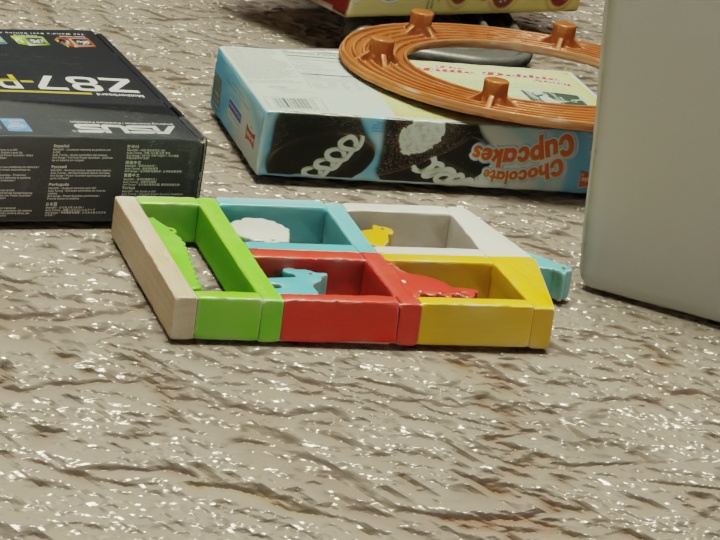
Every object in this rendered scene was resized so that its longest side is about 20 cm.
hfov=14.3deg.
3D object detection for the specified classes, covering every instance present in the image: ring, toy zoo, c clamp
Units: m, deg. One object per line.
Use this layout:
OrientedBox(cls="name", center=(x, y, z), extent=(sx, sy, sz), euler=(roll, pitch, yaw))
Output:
OrientedBox(cls="ring", center=(0.088, -0.108, 1.506), extent=(0.200, 0.019, 0.200), euler=(8, 17, -3))
OrientedBox(cls="toy zoo", center=(0.000, 0.000, 1.271), extent=(0.200, 0.021, 0.131), euler=(2, 20, -17))
OrientedBox(cls="c clamp", center=(0.016, -0.152, 1.703), extent=(0.170, 0.027, 0.200), euler=(7, 20, -4))

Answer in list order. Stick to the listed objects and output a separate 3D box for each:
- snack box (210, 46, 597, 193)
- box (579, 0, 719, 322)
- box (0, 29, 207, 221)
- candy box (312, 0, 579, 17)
OrientedBox(cls="snack box", center=(0.032, -0.077, 1.477), extent=(0.200, 0.037, 0.116), euler=(3, 20, -16))
OrientedBox(cls="box", center=(0.221, -0.093, 1.330), extent=(0.171, 0.200, 0.199), euler=(14, 28, 23))
OrientedBox(cls="box", center=(-0.192, -0.069, 1.348), extent=(0.200, 0.049, 0.161), euler=(0, 24, -24))
OrientedBox(cls="candy box", center=(0.031, -0.195, 1.716), extent=(0.200, 0.055, 0.115), euler=(-6, 28, -44))
